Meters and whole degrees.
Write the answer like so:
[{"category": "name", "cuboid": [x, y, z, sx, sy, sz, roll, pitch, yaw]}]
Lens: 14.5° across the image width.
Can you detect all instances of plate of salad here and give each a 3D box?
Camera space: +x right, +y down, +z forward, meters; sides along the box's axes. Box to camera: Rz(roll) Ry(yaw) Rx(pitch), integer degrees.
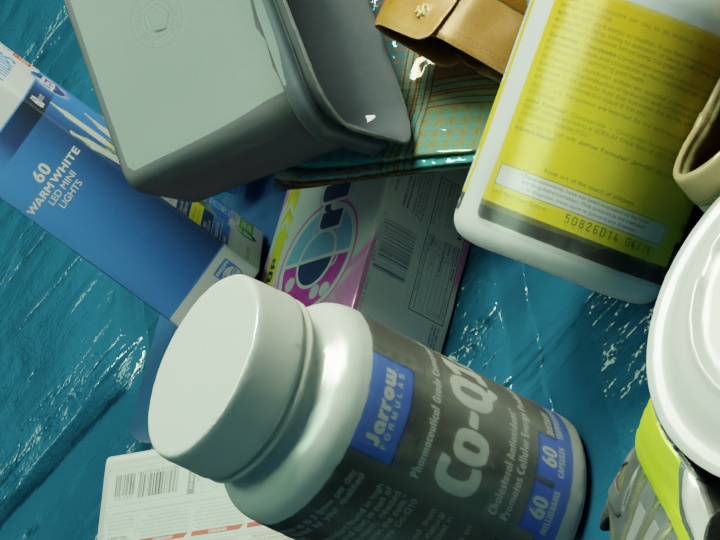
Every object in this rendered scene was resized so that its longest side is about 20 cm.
[{"category": "plate of salad", "cuboid": [0.215, 0.013, 1.228, 0.199, 0.048, 0.201, -25, 43, 25]}]

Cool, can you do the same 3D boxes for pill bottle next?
[{"category": "pill bottle", "cuboid": [0.128, -0.093, 1.390, 0.112, 0.111, 0.201, 27, 97, 63]}, {"category": "pill bottle", "cuboid": [0.003, 0.085, 1.378, 0.114, 0.199, 0.114, -41, 34, 36]}]

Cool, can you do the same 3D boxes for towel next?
[{"category": "towel", "cuboid": [0.050, -0.117, 1.565, 0.199, 0.022, 0.148, -4, 58, 23]}]

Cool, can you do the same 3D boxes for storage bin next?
[{"category": "storage bin", "cuboid": [-0.075, -0.136, 1.535, 0.134, 0.145, 0.201, -24, 77, 20]}]

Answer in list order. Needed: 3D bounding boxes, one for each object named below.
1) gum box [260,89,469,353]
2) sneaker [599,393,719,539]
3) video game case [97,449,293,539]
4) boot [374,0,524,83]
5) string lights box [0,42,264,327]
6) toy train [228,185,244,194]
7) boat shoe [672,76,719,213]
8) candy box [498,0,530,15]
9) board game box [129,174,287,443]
[{"category": "gum box", "cuboid": [0.000, 0.000, 1.606, 0.113, 0.066, 0.201, -16, 52, 53]}, {"category": "sneaker", "cuboid": [0.151, 0.140, 1.227, 0.081, 0.073, 0.200, -60, 19, 27]}, {"category": "video game case", "cuboid": [-0.083, 0.183, 1.455, 0.142, 0.018, 0.201, -11, 61, 32]}, {"category": "boot", "cuboid": [0.047, -0.194, 1.550, 0.201, 0.071, 0.144, 35, 86, 32]}, {"category": "string lights box", "cuboid": [-0.154, -0.047, 1.656, 0.059, 0.199, 0.103, -52, 9, 10]}, {"category": "toy train", "cuboid": [-0.083, -0.118, 1.711, 0.087, 0.114, 0.200, -47, 5, -15]}, {"category": "boat shoe", "cuboid": [0.210, -0.112, 1.331, 0.074, 0.066, 0.201, 5, 69, 63]}, {"category": "candy box", "cuboid": [0.101, -0.188, 1.447, 0.116, 0.199, 0.055, -59, 24, 7]}, {"category": "board game box", "cuboid": [-0.071, 0.024, 1.735, 0.158, 0.039, 0.201, -36, 32, 42]}]
